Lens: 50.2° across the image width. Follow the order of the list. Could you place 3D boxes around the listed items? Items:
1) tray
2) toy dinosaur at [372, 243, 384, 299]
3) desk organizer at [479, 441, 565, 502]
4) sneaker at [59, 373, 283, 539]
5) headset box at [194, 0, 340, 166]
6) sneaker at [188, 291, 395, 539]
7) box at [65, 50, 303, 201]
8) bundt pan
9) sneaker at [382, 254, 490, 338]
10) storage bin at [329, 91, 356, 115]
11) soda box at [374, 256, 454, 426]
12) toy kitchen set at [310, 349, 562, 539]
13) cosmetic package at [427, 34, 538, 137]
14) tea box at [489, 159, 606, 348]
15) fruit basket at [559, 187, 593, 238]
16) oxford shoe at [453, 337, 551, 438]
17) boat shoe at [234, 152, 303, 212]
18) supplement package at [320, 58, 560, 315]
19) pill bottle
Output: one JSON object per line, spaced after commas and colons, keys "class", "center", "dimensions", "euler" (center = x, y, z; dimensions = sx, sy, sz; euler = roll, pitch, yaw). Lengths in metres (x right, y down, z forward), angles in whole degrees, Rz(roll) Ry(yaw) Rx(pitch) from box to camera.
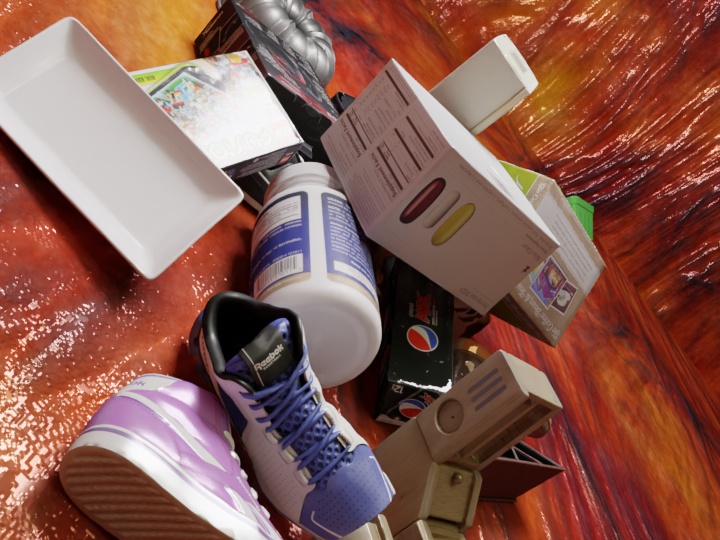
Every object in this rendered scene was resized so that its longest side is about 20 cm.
{"class": "tray", "center": [-0.192, -0.093, 0.584], "dimensions": [0.200, 0.022, 0.107], "euler": [46, 60, 0]}
{"class": "toy dinosaur", "center": [0.000, 0.000, 0.829], "dimensions": [0.059, 0.109, 0.200], "euler": [13, 15, 5]}
{"class": "desk organizer", "center": [0.143, 0.199, 0.836], "dimensions": [0.198, 0.076, 0.073], "euler": [24, 36, -51]}
{"class": "sneaker", "center": [-0.081, 0.145, 0.483], "dimensions": [0.201, 0.072, 0.115], "euler": [50, 20, -11]}
{"class": "headset box", "center": [-0.099, -0.204, 0.894], "dimensions": [0.147, 0.075, 0.202], "euler": [30, 25, -44]}
{"class": "sneaker", "center": [-0.057, 0.094, 0.529], "dimensions": [0.201, 0.080, 0.115], "euler": [52, -17, 10]}
{"class": "box", "center": [-0.151, -0.127, 0.679], "dimensions": [0.198, 0.035, 0.111], "euler": [-29, 83, -46]}
{"class": "bundt pan", "center": [-0.107, -0.337, 1.096], "dimensions": [0.202, 0.075, 0.204], "euler": [44, 25, -26]}
{"class": "sneaker", "center": [0.100, 0.031, 0.991], "dimensions": [0.198, 0.074, 0.086], "euler": [28, 33, -46]}
{"class": "storage bin", "center": [0.010, -0.143, 1.034], "dimensions": [0.137, 0.093, 0.199], "euler": [59, 24, 14]}
{"class": "soda box", "center": [0.059, 0.065, 0.810], "dimensions": [0.069, 0.064, 0.203], "euler": [13, 42, -4]}
{"class": "toy kitchen set", "center": [0.079, 0.191, 0.588], "dimensions": [0.162, 0.180, 0.203], "euler": [27, 30, -44]}
{"class": "cosmetic package", "center": [0.102, -0.178, 0.887], "dimensions": [0.074, 0.198, 0.104], "euler": [52, 27, -4]}
{"class": "tea box", "center": [0.174, -0.033, 0.978], "dimensions": [0.195, 0.135, 0.200], "euler": [31, -8, 45]}
{"class": "fruit basket", "center": [0.516, -0.167, 2.020], "dimensions": [0.215, 0.153, 0.221], "euler": [38, 43, -46]}
{"class": "oxford shoe", "center": [0.169, 0.169, 0.967], "dimensions": [0.199, 0.071, 0.074], "euler": [38, 46, -24]}
{"class": "boat shoe", "center": [-0.086, -0.096, 0.815], "dimensions": [0.199, 0.067, 0.073], "euler": [39, 25, -36]}
{"class": "supplement package", "center": [0.079, -0.078, 0.766], "dimensions": [0.198, 0.111, 0.157], "euler": [31, 25, -42]}
{"class": "pill bottle", "center": [-0.044, -0.004, 0.702], "dimensions": [0.115, 0.115, 0.203], "euler": [38, 28, -31]}
